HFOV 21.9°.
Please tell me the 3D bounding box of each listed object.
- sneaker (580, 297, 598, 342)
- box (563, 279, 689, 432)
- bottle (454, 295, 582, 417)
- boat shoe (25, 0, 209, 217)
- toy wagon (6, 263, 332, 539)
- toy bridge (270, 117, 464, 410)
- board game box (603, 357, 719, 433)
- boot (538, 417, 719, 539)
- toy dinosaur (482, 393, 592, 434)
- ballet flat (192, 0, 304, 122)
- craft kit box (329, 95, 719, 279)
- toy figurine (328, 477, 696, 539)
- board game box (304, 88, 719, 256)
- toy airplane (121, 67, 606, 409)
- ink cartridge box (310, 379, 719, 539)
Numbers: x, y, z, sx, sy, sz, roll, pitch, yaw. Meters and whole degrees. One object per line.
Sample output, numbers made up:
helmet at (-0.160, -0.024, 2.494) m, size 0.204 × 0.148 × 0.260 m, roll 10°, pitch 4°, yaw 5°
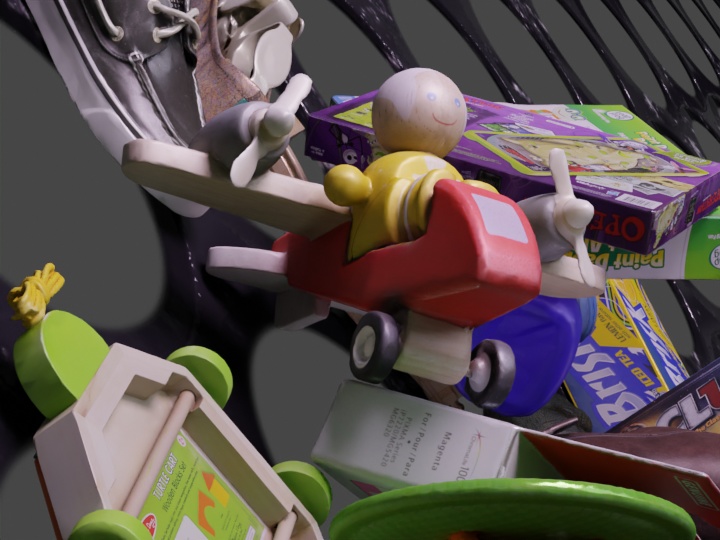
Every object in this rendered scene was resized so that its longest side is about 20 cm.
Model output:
sneaker at (0.073, -0.023, 1.224) m, size 0.200 × 0.075 × 0.088 m, roll 50°, pitch 30°, yaw 6°
box at (0.175, 0.053, 1.315) m, size 0.064 × 0.070 × 0.200 m, roll 21°, pitch 38°, yaw -53°
bottle at (0.090, 0.012, 1.092) m, size 0.065 × 0.084 × 0.200 m, roll 22°, pitch 20°, yaw -4°
boat shoe at (-0.117, -0.122, 0.933) m, size 0.200 × 0.064 × 0.071 m, roll 59°, pitch 20°, yaw 12°
toy wagon at (-0.076, 0.085, 0.736) m, size 0.200 × 0.040 × 0.155 m, roll 50°, pitch 20°, yaw -12°
toy bridge at (0.000, 0.000, 1.061) m, size 0.200 × 0.027 × 0.067 m, roll 54°, pitch 20°, yaw -2°
board game box at (0.214, 0.119, 1.106) m, size 0.035 × 0.200 × 0.136 m, roll 41°, pitch 23°, yaw -31°
boot at (0.165, 0.116, 0.925) m, size 0.166 × 0.073 × 0.200 m, roll 5°, pitch 0°, yaw -16°
toy dinosaur at (0.110, 0.102, 1.081) m, size 0.102 × 0.077 × 0.200 m, roll 42°, pitch 26°, yaw -50°
ballet flat at (-0.065, -0.122, 1.050) m, size 0.068 × 0.067 × 0.200 m, roll 46°, pitch 21°, yaw -25°
craft kit box at (0.099, -0.051, 1.078) m, size 0.197 × 0.049 × 0.200 m, roll -2°, pitch 23°, yaw -16°
toy figurine at (0.055, 0.199, 0.753) m, size 0.150 × 0.200 × 0.185 m, roll 5°, pitch 68°, yaw -10°
board game box at (0.084, -0.059, 1.000) m, size 0.200 × 0.032 × 0.120 m, roll 18°, pitch 26°, yaw 25°
toy airplane at (0.011, -0.026, 0.877) m, size 0.199 × 0.142 × 0.200 m, roll 16°, pitch 3°, yaw 18°
ink cartridge box at (0.095, 0.120, 0.854) m, size 0.200 × 0.173 × 0.044 m, roll 46°, pitch 63°, yaw -56°
